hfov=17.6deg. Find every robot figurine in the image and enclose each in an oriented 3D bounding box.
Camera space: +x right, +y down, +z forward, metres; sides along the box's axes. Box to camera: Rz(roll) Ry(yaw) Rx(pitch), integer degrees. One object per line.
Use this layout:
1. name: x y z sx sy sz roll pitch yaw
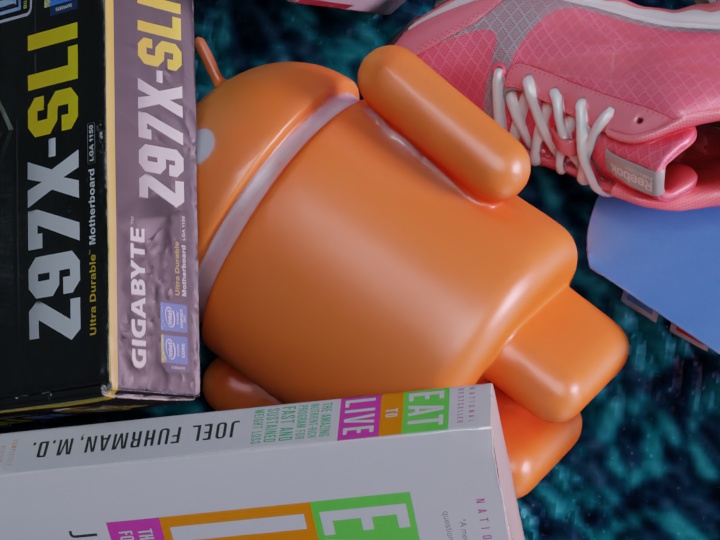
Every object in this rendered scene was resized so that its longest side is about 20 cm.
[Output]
1. robot figurine: -0.001 0.002 0.865 0.200 0.144 0.117 36 69 11

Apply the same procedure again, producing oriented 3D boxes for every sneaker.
1. sneaker: 0.095 -0.063 0.875 0.199 0.074 0.087 0 39 14

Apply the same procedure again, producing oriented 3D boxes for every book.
1. book: -0.041 0.107 0.833 0.199 0.048 0.134 -7 125 9

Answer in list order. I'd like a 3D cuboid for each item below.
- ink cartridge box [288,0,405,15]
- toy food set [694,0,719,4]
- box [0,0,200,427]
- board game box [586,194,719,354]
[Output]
1. ink cartridge box: -0.013 -0.218 0.870 0.145 0.145 0.200 -39 84 16
2. toy food set: 0.204 -0.138 0.880 0.198 0.049 0.200 -25 102 34
3. box: -0.130 -0.043 0.858 0.159 0.049 0.201 -8 79 40
4. board game box: 0.186 0.010 0.883 0.158 0.039 0.200 -31 52 -33
